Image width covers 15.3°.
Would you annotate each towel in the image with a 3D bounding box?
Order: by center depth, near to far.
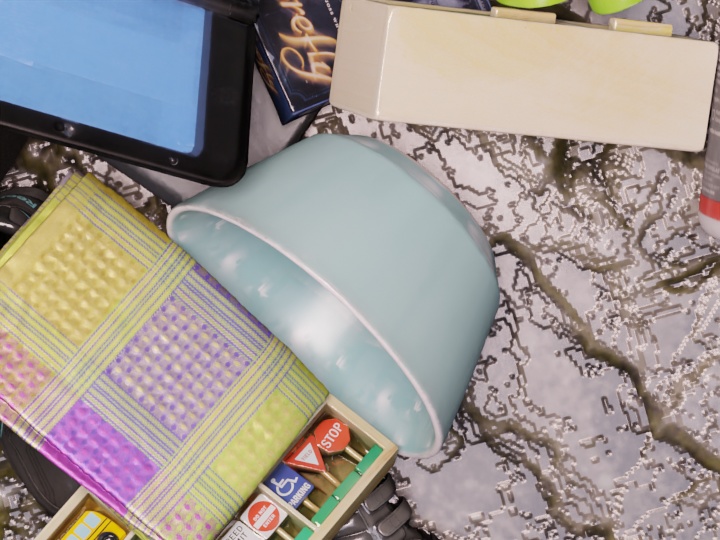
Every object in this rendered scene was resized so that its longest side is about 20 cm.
[{"bbox_3d":[-0.131,0.052,1.489,0.200,0.023,0.144,40,70,-1],"label":"towel"}]

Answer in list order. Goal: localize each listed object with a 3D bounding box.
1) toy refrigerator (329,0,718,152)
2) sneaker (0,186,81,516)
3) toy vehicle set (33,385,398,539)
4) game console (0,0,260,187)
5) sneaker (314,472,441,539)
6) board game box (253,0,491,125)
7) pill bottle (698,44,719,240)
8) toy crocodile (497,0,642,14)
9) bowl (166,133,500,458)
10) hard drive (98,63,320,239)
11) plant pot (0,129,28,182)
[{"bbox_3d":[0.091,-0.113,1.495,0.200,0.076,0.070,5,98,-21],"label":"toy refrigerator"},{"bbox_3d":[-0.188,0.053,1.547,0.075,0.079,0.200,-14,94,2],"label":"sneaker"},{"bbox_3d":[-0.088,0.138,1.500,0.124,0.027,0.200,36,69,12],"label":"toy vehicle set"},{"bbox_3d":[-0.128,-0.163,1.376,0.200,0.116,0.176,15,116,-22],"label":"game console"},{"bbox_3d":[0.039,0.165,1.548,0.200,0.071,0.099,-4,97,6],"label":"sneaker"},{"bbox_3d":[-0.022,-0.201,1.528,0.135,0.035,0.200,-24,89,-15],"label":"board game box"},{"bbox_3d":[0.257,-0.112,1.497,0.116,0.116,0.200,7,100,1],"label":"pill bottle"},{"bbox_3d":[0.155,-0.202,1.508,0.200,0.062,0.068,-39,115,-27],"label":"toy crocodile"},{"bbox_3d":[0.000,0.000,1.497,0.201,0.201,0.105,43,73,-1],"label":"bowl"},{"bbox_3d":[-0.119,-0.128,1.558,0.200,0.033,0.140,34,93,0],"label":"hard drive"},{"bbox_3d":[-0.277,-0.111,1.471,0.177,0.200,0.200,-42,85,3],"label":"plant pot"}]
